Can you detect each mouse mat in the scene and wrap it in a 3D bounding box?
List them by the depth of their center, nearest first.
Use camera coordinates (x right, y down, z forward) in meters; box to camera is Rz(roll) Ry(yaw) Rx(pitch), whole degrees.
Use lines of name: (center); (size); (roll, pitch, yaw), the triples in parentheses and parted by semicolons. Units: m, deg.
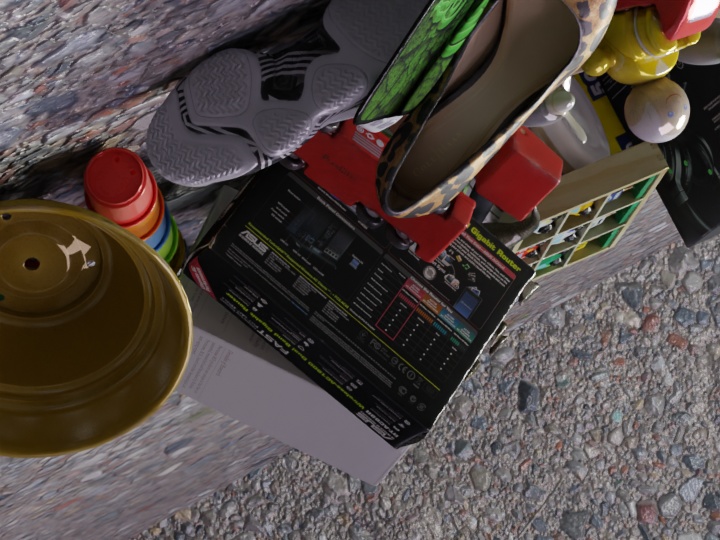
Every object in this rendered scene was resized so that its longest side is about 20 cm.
mouse mat: (0.062, -0.155, 1.223); (0.161, 0.008, 0.200); (-56, 173, 14)

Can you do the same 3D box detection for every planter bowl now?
planter bowl: (-0.207, 0.017, 1.319); (0.199, 0.084, 0.201); (-4, 127, -5)

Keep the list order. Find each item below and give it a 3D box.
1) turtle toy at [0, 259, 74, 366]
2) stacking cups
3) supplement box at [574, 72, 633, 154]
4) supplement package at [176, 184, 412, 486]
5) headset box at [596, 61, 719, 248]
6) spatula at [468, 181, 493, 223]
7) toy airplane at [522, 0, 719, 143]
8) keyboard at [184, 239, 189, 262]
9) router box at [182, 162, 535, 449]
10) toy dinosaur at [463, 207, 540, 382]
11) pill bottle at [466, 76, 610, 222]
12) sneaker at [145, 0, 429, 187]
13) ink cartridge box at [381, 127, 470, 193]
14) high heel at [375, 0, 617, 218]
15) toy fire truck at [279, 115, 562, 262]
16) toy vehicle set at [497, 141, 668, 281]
turtle toy: (-0.220, 0.046, 1.461); (0.101, 0.145, 0.200); (-60, 164, 10)
stacking cups: (-0.156, -0.032, 1.396); (0.060, 0.061, 0.200); (-26, 170, -4)
supplement box: (0.147, -0.087, 1.792); (0.199, 0.109, 0.110); (-27, 171, 1)
supplement package: (-0.042, 0.049, 1.514); (0.117, 0.199, 0.117); (-66, -176, -30)
headset box: (0.290, -0.134, 1.658); (0.092, 0.201, 0.174); (-22, 169, -24)
spatula: (0.080, -0.035, 1.592); (0.056, 0.021, 0.200); (4, 159, -11)
toy airplane: (0.172, -0.146, 1.438); (0.199, 0.142, 0.199); (-29, 171, 11)
keyboard: (-0.093, -0.009, 1.675); (0.126, 0.021, 0.200); (6, 171, 4)
router box: (0.000, 0.000, 1.430); (0.150, 0.200, 0.062); (-53, -172, -27)
toy dinosaur: (0.071, 0.014, 1.577); (0.077, 0.102, 0.200); (-44, 168, -36)
pill bottle: (0.089, -0.079, 1.670); (0.200, 0.111, 0.111); (-30, 170, 23)
sneaker: (-0.031, -0.106, 1.284); (0.199, 0.075, 0.115); (-31, 168, 4)
ink cartridge box: (0.015, -0.062, 1.544); (0.059, 0.104, 0.200); (-65, -169, -29)
high heel: (0.083, -0.112, 1.220); (0.200, 0.071, 0.143); (-49, -176, 43)
toy fire truck: (0.036, -0.081, 1.405); (0.049, 0.200, 0.141); (-46, -165, 37)
toy vehicle set: (0.162, -0.037, 1.660); (0.124, 0.027, 0.200); (-23, 167, -12)
